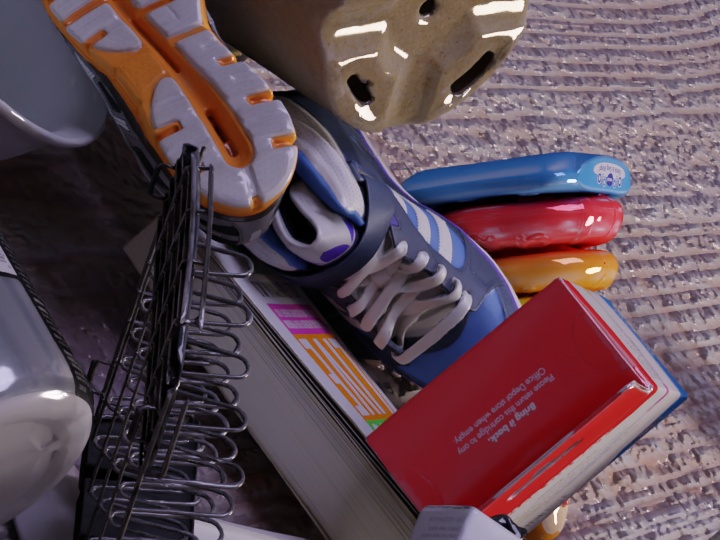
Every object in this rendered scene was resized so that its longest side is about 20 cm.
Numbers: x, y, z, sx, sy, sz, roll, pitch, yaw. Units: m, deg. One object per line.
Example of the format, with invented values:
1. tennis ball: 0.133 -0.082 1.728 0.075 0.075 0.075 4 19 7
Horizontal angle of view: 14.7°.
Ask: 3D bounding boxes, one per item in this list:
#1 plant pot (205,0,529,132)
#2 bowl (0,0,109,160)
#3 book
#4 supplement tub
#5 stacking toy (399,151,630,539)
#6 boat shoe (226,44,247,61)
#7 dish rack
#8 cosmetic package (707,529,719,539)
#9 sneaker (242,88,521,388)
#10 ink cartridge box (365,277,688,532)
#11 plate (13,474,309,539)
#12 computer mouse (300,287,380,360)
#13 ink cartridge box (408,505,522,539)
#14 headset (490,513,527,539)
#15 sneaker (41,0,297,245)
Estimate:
1. plant pot: -0.017 -0.169 1.348 0.200 0.201 0.183 12 26 -50
2. bowl: -0.206 -0.123 1.260 0.201 0.090 0.202 51 20 -27
3. book: -0.024 0.058 1.346 0.200 0.048 0.134 51 11 9
4. supplement tub: -0.197 0.004 1.077 0.122 0.123 0.201 2 49 -56
5. stacking toy: 0.089 0.043 1.461 0.116 0.109 0.202 4 80 -65
6. boat shoe: -0.082 -0.144 1.539 0.072 0.061 0.201 41 26 -10
7. dish rack: -0.073 0.059 1.061 0.054 0.201 0.154 11 42 -12
8. cosmetic package: 0.218 0.168 1.394 0.113 0.200 0.081 49 24 10
9. sneaker: 0.000 0.000 1.356 0.200 0.080 0.146 52 16 -1
10. ink cartridge box: 0.076 0.067 1.268 0.067 0.116 0.200 51 7 11
11. plate: -0.045 0.173 1.174 0.199 0.032 0.200 21 35 -44
12. computer mouse: 0.022 -0.010 1.524 0.199 0.046 0.141 15 41 -48
13. ink cartridge box: 0.068 0.227 1.121 0.199 0.041 0.201 33 70 -26
14. headset: 0.070 0.195 1.207 0.201 0.094 0.124 57 3 -30
15. sneaker: -0.094 -0.094 1.282 0.077 0.078 0.201 93 -27 -64
